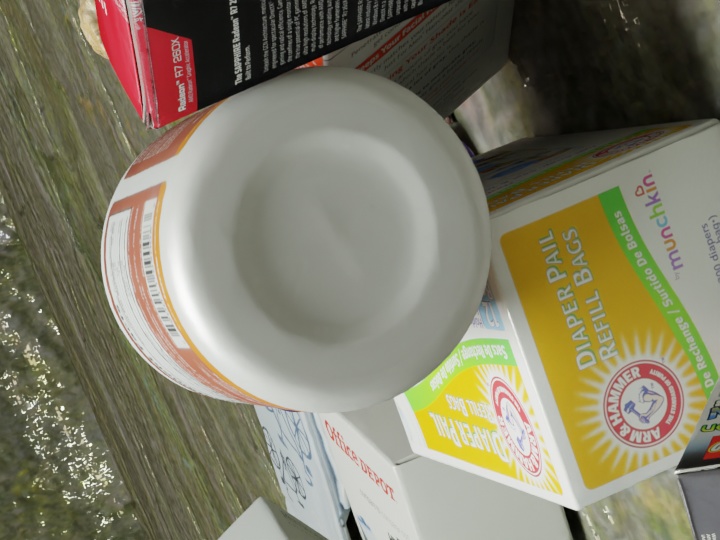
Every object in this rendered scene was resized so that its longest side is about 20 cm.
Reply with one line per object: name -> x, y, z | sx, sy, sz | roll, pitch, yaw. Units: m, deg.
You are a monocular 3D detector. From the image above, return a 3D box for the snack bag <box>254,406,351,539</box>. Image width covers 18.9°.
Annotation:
snack bag -> -0.042, 0.143, 1.645 | 0.188, 0.021, 0.202 | -140, 31, -63

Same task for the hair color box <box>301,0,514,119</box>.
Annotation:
hair color box -> 0.006, -0.115, 0.836 | 0.064, 0.111, 0.200 | 43, 162, 16

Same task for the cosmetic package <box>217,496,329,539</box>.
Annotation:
cosmetic package -> -0.003, 0.277, 1.346 | 0.199, 0.123, 0.200 | 39, -173, -41

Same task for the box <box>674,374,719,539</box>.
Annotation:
box -> 0.158, 0.127, 0.719 | 0.110, 0.034, 0.202 | -46, -58, -58

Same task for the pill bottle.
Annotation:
pill bottle -> -0.033, -0.008, 0.783 | 0.113, 0.111, 0.200 | 68, 166, -4

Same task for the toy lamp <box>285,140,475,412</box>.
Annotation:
toy lamp -> 0.000, 0.000, 1.084 | 0.059, 0.058, 0.200 | 62, 141, 18

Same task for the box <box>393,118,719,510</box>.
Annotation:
box -> 0.074, 0.013, 0.842 | 0.113, 0.101, 0.200 | 69, 166, -6

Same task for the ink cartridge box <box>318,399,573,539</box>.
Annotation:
ink cartridge box -> 0.058, 0.153, 1.156 | 0.202, 0.085, 0.146 | 70, 168, -18

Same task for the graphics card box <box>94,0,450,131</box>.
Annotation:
graphics card box -> 0.009, -0.132, 0.658 | 0.051, 0.199, 0.126 | 58, 164, 29

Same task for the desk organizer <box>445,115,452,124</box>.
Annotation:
desk organizer -> -0.033, -0.151, 1.034 | 0.202, 0.076, 0.072 | 70, 165, -11

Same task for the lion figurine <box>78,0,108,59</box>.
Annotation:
lion figurine -> -0.123, -0.215, 1.179 | 0.201, 0.122, 0.073 | 65, 166, 11
